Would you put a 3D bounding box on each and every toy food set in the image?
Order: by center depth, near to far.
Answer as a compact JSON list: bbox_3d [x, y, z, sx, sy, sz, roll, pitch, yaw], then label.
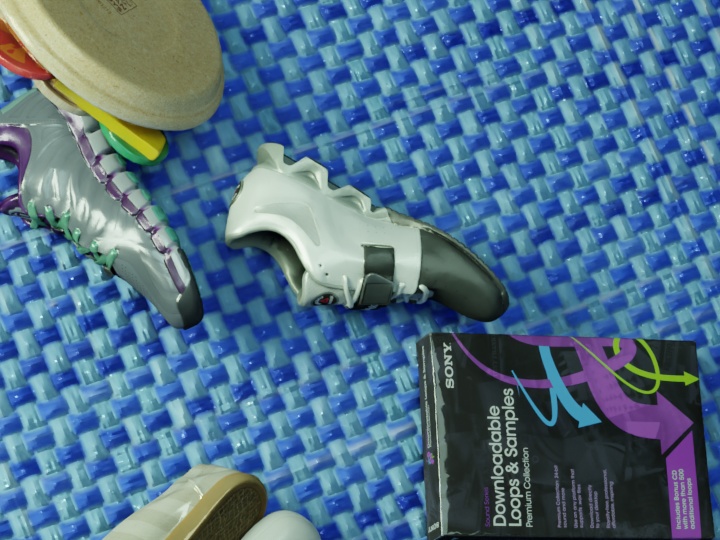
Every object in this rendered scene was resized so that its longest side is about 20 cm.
[{"bbox_3d":[-0.175,-0.166,1.551,0.200,0.049,0.198,39,32,-15],"label":"toy food set"}]

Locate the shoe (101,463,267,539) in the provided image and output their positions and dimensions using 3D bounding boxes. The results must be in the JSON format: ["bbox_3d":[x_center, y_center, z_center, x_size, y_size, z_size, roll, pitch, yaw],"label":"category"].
[{"bbox_3d":[-0.142,0.196,1.478,0.053,0.070,0.200,28,60,35],"label":"shoe"}]

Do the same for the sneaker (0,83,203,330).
[{"bbox_3d":[-0.181,-0.031,1.537,0.087,0.074,0.200,-30,72,-13],"label":"sneaker"}]

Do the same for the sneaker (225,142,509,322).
[{"bbox_3d":[0.000,0.000,1.577,0.200,0.074,0.089,27,66,3],"label":"sneaker"}]

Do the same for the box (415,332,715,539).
[{"bbox_3d":[0.139,0.116,1.598,0.200,0.036,0.143,1,72,-15],"label":"box"}]

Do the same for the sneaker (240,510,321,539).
[{"bbox_3d":[-0.059,0.244,1.460,0.073,0.085,0.200,32,67,-27],"label":"sneaker"}]
